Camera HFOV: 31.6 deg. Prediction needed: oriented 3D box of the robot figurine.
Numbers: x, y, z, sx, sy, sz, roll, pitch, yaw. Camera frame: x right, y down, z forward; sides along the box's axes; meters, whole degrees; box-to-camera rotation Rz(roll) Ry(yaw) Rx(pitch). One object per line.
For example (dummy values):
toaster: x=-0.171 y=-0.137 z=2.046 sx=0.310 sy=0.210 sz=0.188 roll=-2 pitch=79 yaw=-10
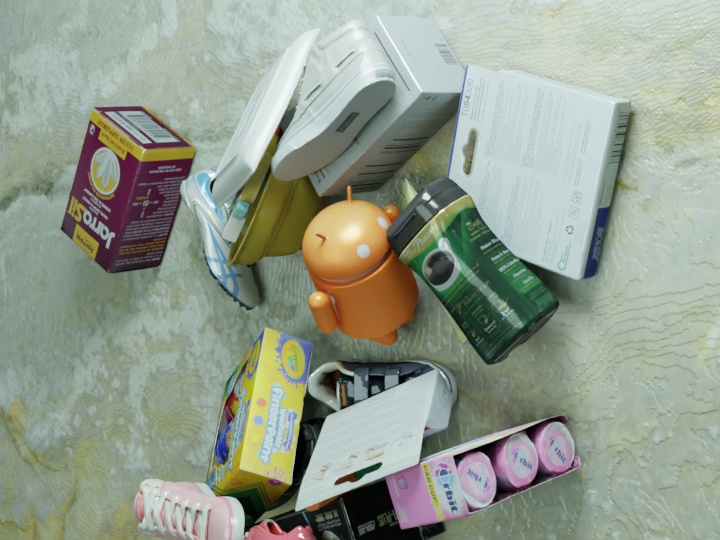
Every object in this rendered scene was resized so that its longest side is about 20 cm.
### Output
robot figurine: x=-0.001 y=0.001 z=1.507 sx=0.143 sy=0.201 sz=0.117 roll=-24 pitch=40 yaw=1

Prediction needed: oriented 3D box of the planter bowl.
planter bowl: x=-0.094 y=-0.083 z=1.605 sx=0.083 sy=0.201 sz=0.202 roll=22 pitch=118 yaw=-10

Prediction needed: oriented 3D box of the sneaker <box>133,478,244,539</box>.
sneaker: x=-0.211 y=0.296 z=1.510 sx=0.200 sy=0.104 sz=0.076 roll=10 pitch=92 yaw=65

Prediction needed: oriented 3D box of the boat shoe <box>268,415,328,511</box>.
boat shoe: x=-0.104 y=0.262 z=1.701 sx=0.200 sy=0.067 sz=0.072 roll=-47 pitch=68 yaw=36

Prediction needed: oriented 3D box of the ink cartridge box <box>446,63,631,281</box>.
ink cartridge box: x=0.189 y=-0.113 z=1.410 sx=0.199 sy=0.043 sz=0.199 roll=24 pitch=113 yaw=38

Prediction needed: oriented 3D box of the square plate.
square plate: x=-0.122 y=-0.184 z=1.544 sx=0.200 sy=0.028 sz=0.200 roll=-67 pitch=13 yaw=-18

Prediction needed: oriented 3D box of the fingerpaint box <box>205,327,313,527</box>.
fingerpaint box: x=-0.134 y=0.202 z=1.619 sx=0.167 sy=0.073 sz=0.202 roll=129 pitch=154 yaw=-52

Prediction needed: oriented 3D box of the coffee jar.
coffee jar: x=0.121 y=-0.002 z=1.411 sx=0.201 sy=0.085 sz=0.104 roll=51 pitch=130 yaw=10

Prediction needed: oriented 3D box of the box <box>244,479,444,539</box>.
box: x=-0.026 y=0.324 z=1.577 sx=0.199 sy=0.163 sz=0.087 roll=-25 pitch=81 yaw=39

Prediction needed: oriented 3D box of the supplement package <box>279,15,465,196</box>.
supplement package: x=0.018 y=-0.192 z=1.502 sx=0.200 sy=0.109 sz=0.115 roll=-42 pitch=70 yaw=36

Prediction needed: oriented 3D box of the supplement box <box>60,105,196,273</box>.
supplement box: x=-0.335 y=-0.118 z=1.823 sx=0.131 sy=0.103 sz=0.202 roll=36 pitch=118 yaw=31

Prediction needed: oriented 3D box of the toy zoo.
toy zoo: x=-0.136 y=-0.123 z=1.613 sx=0.020 sy=0.201 sz=0.132 roll=22 pitch=118 yaw=-10

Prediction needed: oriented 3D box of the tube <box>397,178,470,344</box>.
tube: x=0.096 y=-0.011 z=1.499 sx=0.058 sy=0.052 sz=0.201 roll=-40 pitch=70 yaw=32

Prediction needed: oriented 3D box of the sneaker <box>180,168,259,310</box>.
sneaker: x=-0.180 y=-0.044 z=1.726 sx=0.072 sy=0.072 sz=0.202 roll=-25 pitch=86 yaw=13

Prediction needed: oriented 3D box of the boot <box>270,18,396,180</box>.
boot: x=-0.042 y=-0.193 z=1.446 sx=0.200 sy=0.073 sz=0.096 roll=-39 pitch=61 yaw=32

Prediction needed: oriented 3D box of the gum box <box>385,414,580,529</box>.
gum box: x=0.140 y=0.219 z=1.401 sx=0.113 sy=0.199 sz=0.067 roll=-25 pitch=81 yaw=47

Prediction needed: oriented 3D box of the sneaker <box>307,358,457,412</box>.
sneaker: x=0.022 y=0.150 z=1.569 sx=0.198 sy=0.079 sz=0.080 roll=-1 pitch=95 yaw=39

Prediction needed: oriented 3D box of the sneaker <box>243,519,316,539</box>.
sneaker: x=-0.120 y=0.343 z=1.521 sx=0.199 sy=0.073 sz=0.088 roll=-11 pitch=74 yaw=38

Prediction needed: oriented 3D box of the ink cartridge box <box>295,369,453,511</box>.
ink cartridge box: x=0.019 y=0.204 z=1.445 sx=0.159 sy=0.200 sz=0.048 roll=-25 pitch=109 yaw=20

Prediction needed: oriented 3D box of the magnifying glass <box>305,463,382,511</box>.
magnifying glass: x=-0.001 y=0.242 z=1.519 sx=0.079 sy=0.199 sz=0.023 roll=-23 pitch=90 yaw=37
